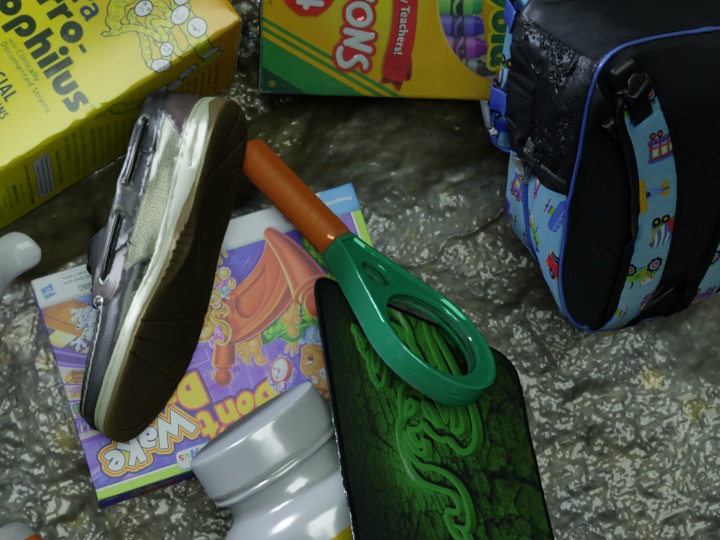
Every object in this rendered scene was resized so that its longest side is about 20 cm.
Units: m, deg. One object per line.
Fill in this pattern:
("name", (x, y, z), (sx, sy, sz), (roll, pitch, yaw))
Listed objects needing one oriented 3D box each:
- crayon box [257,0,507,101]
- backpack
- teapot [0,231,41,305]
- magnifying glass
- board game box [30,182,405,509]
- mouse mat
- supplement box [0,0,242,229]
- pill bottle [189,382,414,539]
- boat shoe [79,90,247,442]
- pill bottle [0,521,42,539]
("crayon box", (0.037, -0.169, 1.118), (0.198, 0.051, 0.128), (1, 99, -4))
("backpack", (0.162, -0.073, 1.080), (0.182, 0.201, 0.134), (-17, 39, -30))
("teapot", (-0.305, 0.047, 1.011), (0.199, 0.146, 0.198), (24, 109, -19))
("magnifying glass", (0.000, 0.000, 1.053), (0.200, 0.079, 0.022), (48, 120, 12))
("board game box", (-0.079, 0.044, 1.084), (0.199, 0.045, 0.135), (-18, 80, -10))
("mouse mat", (0.046, 0.103, 1.020), (0.160, 0.008, 0.201), (23, 40, -34))
("supplement box", (-0.181, -0.120, 1.076), (0.199, 0.110, 0.109), (-34, 83, -13))
("pill bottle", (-0.006, 0.166, 1.012), (0.111, 0.111, 0.201), (-33, 95, -13))
("boat shoe", (-0.121, -0.005, 1.037), (0.064, 0.073, 0.201), (16, 82, 24))
("pill bottle", (-0.160, 0.244, 0.995), (0.109, 0.110, 0.200), (-41, 85, -13))
